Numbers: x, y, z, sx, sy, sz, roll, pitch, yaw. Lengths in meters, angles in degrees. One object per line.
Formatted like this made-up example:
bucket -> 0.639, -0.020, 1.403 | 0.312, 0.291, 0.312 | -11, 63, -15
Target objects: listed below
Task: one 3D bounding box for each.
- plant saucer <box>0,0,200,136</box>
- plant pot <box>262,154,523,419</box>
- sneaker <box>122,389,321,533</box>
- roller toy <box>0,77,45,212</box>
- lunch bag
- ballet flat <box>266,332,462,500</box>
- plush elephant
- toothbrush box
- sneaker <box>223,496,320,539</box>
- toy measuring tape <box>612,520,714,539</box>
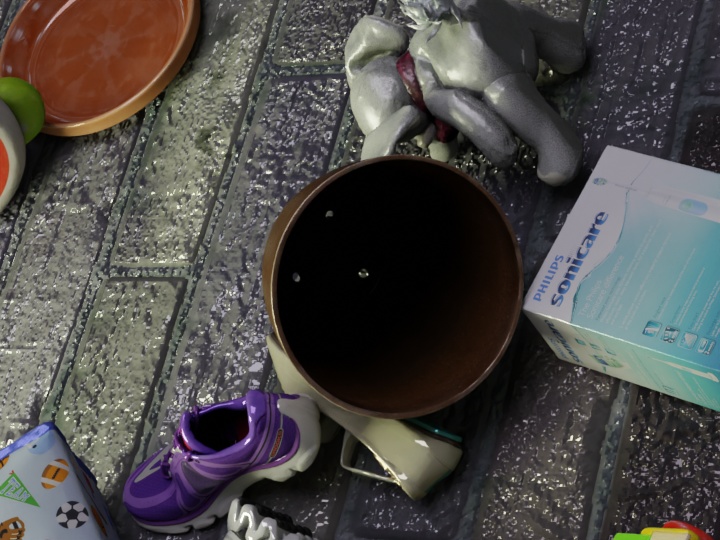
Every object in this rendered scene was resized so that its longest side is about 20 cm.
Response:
plant saucer -> -0.231, -0.204, 2.156 | 0.199, 0.032, 0.201 | -14, 54, 20
plant pot -> 0.000, 0.000, 1.789 | 0.187, 0.187, 0.200 | -46, 17, -6
sneaker -> -0.118, 0.132, 1.810 | 0.200, 0.083, 0.081 | -33, 48, 38
roller toy -> -0.393, -0.121, 2.086 | 0.183, 0.199, 0.140 | -56, 42, 26
lunch bag -> -0.276, 0.244, 1.819 | 0.199, 0.124, 0.170 | -28, 50, -1
ballet flat -> -0.010, 0.111, 1.806 | 0.200, 0.070, 0.070 | 31, 77, 38
plush elephant -> 0.063, -0.137, 1.873 | 0.155, 0.199, 0.165 | -33, 42, 36
toothbrush box -> 0.237, 0.010, 1.719 | 0.199, 0.085, 0.147 | 17, 70, 35
sneaker -> -0.032, 0.240, 1.730 | 0.200, 0.075, 0.081 | 29, 89, 41
toy measuring tape -> 0.227, 0.202, 1.578 | 0.074, 0.073, 0.200 | -59, 19, -17
